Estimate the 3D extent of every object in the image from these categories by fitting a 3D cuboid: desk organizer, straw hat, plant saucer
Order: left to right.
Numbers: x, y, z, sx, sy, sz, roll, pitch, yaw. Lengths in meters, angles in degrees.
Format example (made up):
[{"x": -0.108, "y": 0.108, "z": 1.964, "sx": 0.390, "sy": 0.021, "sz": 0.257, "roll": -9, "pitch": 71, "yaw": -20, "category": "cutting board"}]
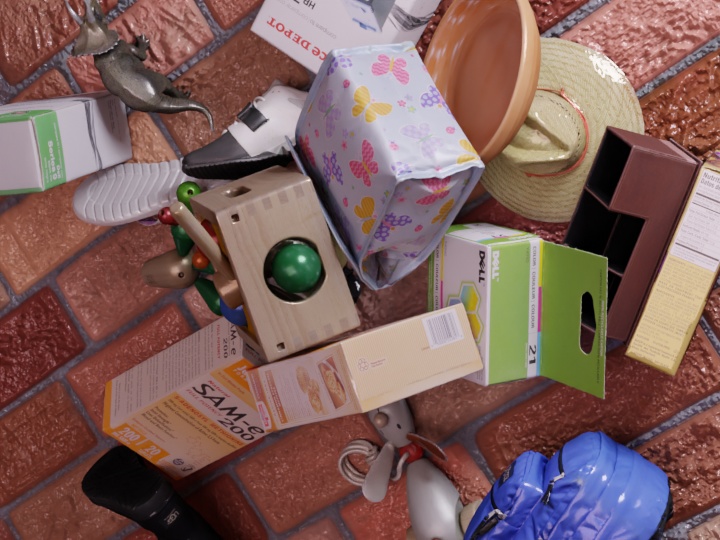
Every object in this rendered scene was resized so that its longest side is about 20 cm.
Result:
[{"x": 0.119, "y": -0.188, "z": 1.607, "sx": 0.037, "sy": 0.200, "sz": 0.200, "roll": 13, "pitch": 111, "yaw": -26, "category": "plant saucer"}, {"x": 0.176, "y": -0.136, "z": 1.625, "sx": 0.201, "sy": 0.085, "sz": 0.202, "roll": 4, "pitch": 102, "yaw": 21, "category": "straw hat"}, {"x": 0.254, "y": -0.035, "z": 1.605, "sx": 0.077, "sy": 0.072, "sz": 0.200, "roll": 12, "pitch": 109, "yaw": -21, "category": "desk organizer"}]

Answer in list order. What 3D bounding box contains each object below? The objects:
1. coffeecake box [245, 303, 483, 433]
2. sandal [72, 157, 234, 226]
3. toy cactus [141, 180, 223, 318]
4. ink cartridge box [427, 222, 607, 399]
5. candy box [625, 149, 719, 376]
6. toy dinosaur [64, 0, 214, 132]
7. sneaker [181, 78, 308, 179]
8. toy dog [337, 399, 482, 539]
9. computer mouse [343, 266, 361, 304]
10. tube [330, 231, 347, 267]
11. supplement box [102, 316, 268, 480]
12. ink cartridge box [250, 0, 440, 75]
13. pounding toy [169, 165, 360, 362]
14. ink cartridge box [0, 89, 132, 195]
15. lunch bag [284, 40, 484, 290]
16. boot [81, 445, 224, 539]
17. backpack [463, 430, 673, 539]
[{"x": 0.001, "y": 0.101, "z": 1.653, "sx": 0.200, "sy": 0.153, "sz": 0.073, "roll": -20, "pitch": 88, "yaw": 56, "category": "coffeecake box"}, {"x": -0.227, "y": -0.080, "z": 1.811, "sx": 0.202, "sy": 0.083, "sz": 0.050, "roll": -8, "pitch": 141, "yaw": 21, "category": "sandal"}, {"x": -0.173, "y": 0.001, "z": 1.778, "sx": 0.165, "sy": 0.102, "sz": 0.200, "roll": -9, "pitch": 127, "yaw": 37, "category": "toy cactus"}, {"x": 0.153, "y": 0.041, "z": 1.621, "sx": 0.200, "sy": 0.076, "sz": 0.148, "roll": 18, "pitch": 111, "yaw": 56, "category": "ink cartridge box"}, {"x": 0.324, "y": -0.010, "z": 1.576, "sx": 0.056, "sy": 0.117, "sz": 0.200, "roll": 24, "pitch": 108, "yaw": 12, "category": "candy box"}, {"x": -0.246, "y": -0.206, "z": 1.767, "sx": 0.077, "sy": 0.102, "sz": 0.200, "roll": -42, "pitch": 83, "yaw": 23, "category": "toy dinosaur"}, {"x": -0.099, "y": -0.154, "z": 1.732, "sx": 0.200, "sy": 0.074, "sz": 0.089, "roll": -16, "pitch": 80, "yaw": 2, "category": "sneaker"}, {"x": 0.058, "y": 0.236, "z": 1.739, "sx": 0.200, "sy": 0.096, "sz": 0.132, "roll": 42, "pitch": 112, "yaw": 9, "category": "toy dog"}, {"x": 0.000, "y": 0.000, "z": 1.754, "sx": 0.200, "sy": 0.034, "sz": 0.059, "roll": -42, "pitch": 55, "yaw": 19, "category": "computer mouse"}, {"x": -0.008, "y": -0.066, "z": 1.732, "sx": 0.052, "sy": 0.058, "sz": 0.200, "roll": 32, "pitch": 111, "yaw": -6, "category": "tube"}, {"x": -0.168, "y": 0.139, "z": 1.788, "sx": 0.200, "sy": 0.074, "sz": 0.126, "roll": -29, "pitch": 131, "yaw": 24, "category": "supplement box"}, {"x": 0.002, "y": -0.294, "z": 1.662, "sx": 0.146, "sy": 0.086, "sz": 0.200, "roll": 34, "pitch": 109, "yaw": 12, "category": "ink cartridge box"}, {"x": -0.105, "y": -0.013, "z": 1.600, "sx": 0.142, "sy": 0.200, "sz": 0.184, "roll": -22, "pitch": 103, "yaw": -11, "category": "pounding toy"}, {"x": -0.359, "y": -0.138, "z": 1.773, "sx": 0.146, "sy": 0.200, "sz": 0.084, "roll": -3, "pitch": 102, "yaw": 22, "category": "ink cartridge box"}, {"x": 0.010, "y": -0.096, "z": 1.600, "sx": 0.170, "sy": 0.127, "sz": 0.200, "roll": 64, "pitch": 149, "yaw": 25, "category": "lunch bag"}, {"x": -0.224, "y": 0.293, "z": 1.864, "sx": 0.168, "sy": 0.076, "sz": 0.200, "roll": 54, "pitch": 160, "yaw": -24, "category": "boot"}, {"x": 0.210, "y": 0.259, "z": 1.639, "sx": 0.168, "sy": 0.163, "sz": 0.200, "roll": 36, "pitch": 106, "yaw": -5, "category": "backpack"}]
